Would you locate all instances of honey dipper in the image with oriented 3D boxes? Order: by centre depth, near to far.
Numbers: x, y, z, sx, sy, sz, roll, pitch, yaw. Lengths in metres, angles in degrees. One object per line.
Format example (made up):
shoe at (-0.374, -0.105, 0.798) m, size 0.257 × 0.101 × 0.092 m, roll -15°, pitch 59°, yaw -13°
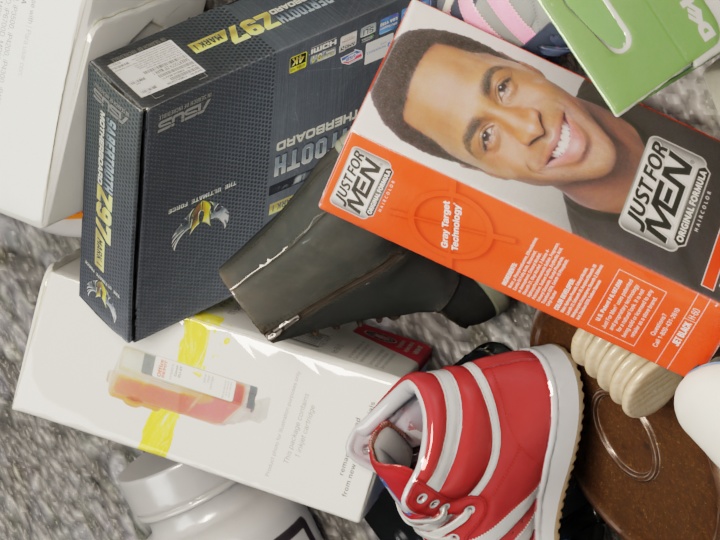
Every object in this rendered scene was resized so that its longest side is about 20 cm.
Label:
honey dipper at (0.086, -0.002, 1.467) m, size 0.200 × 0.038 × 0.038 m, roll 46°, pitch 145°, yaw 35°

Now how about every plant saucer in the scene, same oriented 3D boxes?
plant saucer at (0.146, 0.077, 1.506) m, size 0.200 × 0.034 × 0.201 m, roll 44°, pitch 149°, yaw 36°

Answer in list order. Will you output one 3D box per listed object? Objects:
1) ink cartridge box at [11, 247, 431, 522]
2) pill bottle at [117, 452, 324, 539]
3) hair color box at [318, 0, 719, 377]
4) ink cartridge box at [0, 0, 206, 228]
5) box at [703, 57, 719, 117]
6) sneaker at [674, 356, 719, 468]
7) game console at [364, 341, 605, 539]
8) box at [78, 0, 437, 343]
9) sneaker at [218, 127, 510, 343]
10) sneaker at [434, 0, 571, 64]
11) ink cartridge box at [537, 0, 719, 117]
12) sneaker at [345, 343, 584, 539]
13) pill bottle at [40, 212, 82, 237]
ink cartridge box at (-0.073, 0.057, 1.602) m, size 0.199 × 0.145 × 0.084 m, roll 18°, pitch 99°, yaw 6°
pill bottle at (-0.068, 0.196, 1.805) m, size 0.111 × 0.111 × 0.201 m, roll -14°, pitch 106°, yaw 51°
hair color box at (0.092, -0.039, 1.404) m, size 0.199 × 0.102 × 0.061 m, roll 24°, pitch 139°, yaw 0°
ink cartridge box at (-0.199, -0.131, 1.519) m, size 0.199 × 0.145 × 0.145 m, roll 20°, pitch 112°, yaw 19°
box at (0.251, -0.087, 1.267) m, size 0.200 × 0.082 × 0.069 m, roll -9°, pitch 111°, yaw 49°
sneaker at (0.219, 0.112, 1.342) m, size 0.200 × 0.072 × 0.072 m, roll 39°, pitch 140°, yaw 20°
game console at (0.048, 0.165, 1.650) m, size 0.176 × 0.116 × 0.200 m, roll 53°, pitch 143°, yaw 2°
box at (-0.051, -0.068, 1.513) m, size 0.051 × 0.200 × 0.158 m, roll 42°, pitch 142°, yaw 32°
sneaker at (0.000, 0.000, 1.520) m, size 0.075 × 0.106 × 0.200 m, roll 55°, pitch -172°, yaw 30°
sneaker at (0.084, -0.120, 1.434) m, size 0.082 × 0.070 × 0.200 m, roll 39°, pitch 142°, yaw 25°
ink cartridge box at (0.128, -0.138, 1.263) m, size 0.104 × 0.200 × 0.059 m, roll 57°, pitch 143°, yaw -1°
sneaker at (0.046, 0.136, 1.518) m, size 0.071 × 0.112 × 0.201 m, roll 34°, pitch 124°, yaw 54°
pill bottle at (-0.161, -0.130, 1.660) m, size 0.113 × 0.113 × 0.201 m, roll 16°, pitch 129°, yaw 40°
